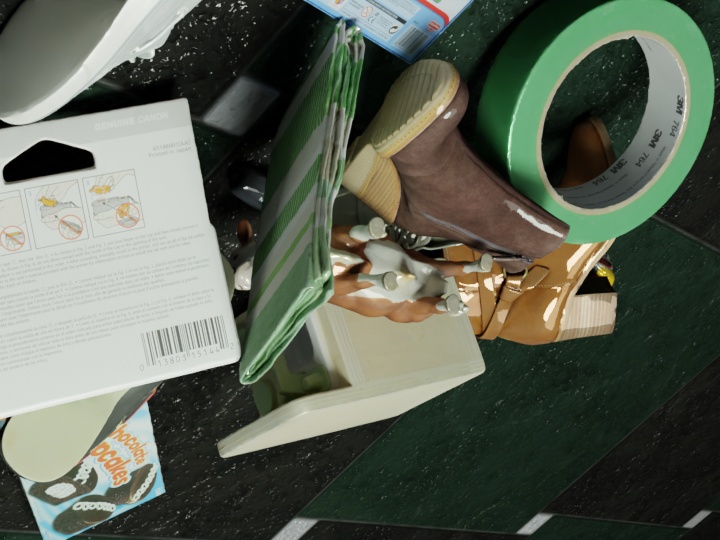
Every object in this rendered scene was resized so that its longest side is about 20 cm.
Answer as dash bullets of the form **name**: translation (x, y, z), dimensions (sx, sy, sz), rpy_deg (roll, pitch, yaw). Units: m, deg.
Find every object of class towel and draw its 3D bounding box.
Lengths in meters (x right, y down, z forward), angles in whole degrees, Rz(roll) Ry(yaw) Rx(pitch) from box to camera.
- **towel**: translation (-0.039, -0.044, 0.935), dimensions (0.023, 0.201, 0.153), rpy_deg (15, 149, -16)

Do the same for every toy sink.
- **toy sink**: translation (-0.023, 0.066, 1.167), dimensions (0.199, 0.113, 0.130), rpy_deg (-9, 164, -40)

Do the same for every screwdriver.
- **screwdriver**: translation (-0.024, -0.025, 1.095), dimensions (0.200, 0.028, 0.029), rpy_deg (35, 79, -36)

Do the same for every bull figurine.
- **bull figurine**: translation (0.000, 0.000, 1.054), dimensions (0.199, 0.066, 0.121), rpy_deg (10, 172, -42)

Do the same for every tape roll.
- **tape roll**: translation (0.185, -0.121, 1.117), dimensions (0.199, 0.048, 0.202), rpy_deg (-14, 121, -25)

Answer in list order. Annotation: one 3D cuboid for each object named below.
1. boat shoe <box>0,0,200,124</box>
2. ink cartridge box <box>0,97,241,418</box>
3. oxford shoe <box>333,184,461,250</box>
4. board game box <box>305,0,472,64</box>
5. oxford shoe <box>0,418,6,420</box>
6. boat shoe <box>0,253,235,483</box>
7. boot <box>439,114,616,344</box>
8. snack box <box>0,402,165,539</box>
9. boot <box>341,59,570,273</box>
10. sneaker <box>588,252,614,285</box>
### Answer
- **boat shoe**: translation (-0.134, -0.155, 0.831), dimensions (0.200, 0.072, 0.068), rpy_deg (-48, 148, 7)
- **ink cartridge box**: translation (-0.190, -0.006, 0.917), dimensions (0.199, 0.177, 0.045), rpy_deg (-12, -177, -21)
- **oxford shoe**: translation (0.017, -0.036, 1.147), dimensions (0.199, 0.058, 0.075), rpy_deg (-12, 148, -28)
- **board game box**: translation (0.055, -0.235, 0.917), dimensions (0.200, 0.037, 0.151), rpy_deg (-43, 148, 18)
- **oxford shoe**: translation (-0.216, 0.020, 1.000), dimensions (0.200, 0.071, 0.073), rpy_deg (-49, 144, 6)
- **boat shoe**: translation (-0.168, 0.060, 0.978), dimensions (0.201, 0.074, 0.063), rpy_deg (-48, -172, -14)
- **boot**: translation (0.144, -0.032, 1.233), dimensions (0.154, 0.201, 0.074), rpy_deg (-1, -171, -4)
- **snack box**: translation (-0.231, 0.152, 1.197), dimensions (0.116, 0.037, 0.200), rpy_deg (-24, 148, -17)
- **boot**: translation (0.084, -0.071, 1.038), dimensions (0.166, 0.073, 0.200), rpy_deg (26, 158, -11)
- **sneaker**: translation (0.147, 0.011, 1.310), dimensions (0.199, 0.082, 0.078), rpy_deg (-20, 148, -20)
